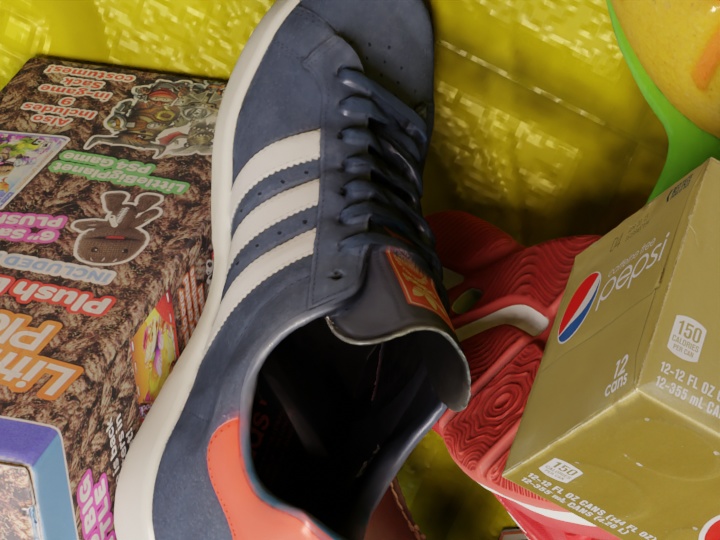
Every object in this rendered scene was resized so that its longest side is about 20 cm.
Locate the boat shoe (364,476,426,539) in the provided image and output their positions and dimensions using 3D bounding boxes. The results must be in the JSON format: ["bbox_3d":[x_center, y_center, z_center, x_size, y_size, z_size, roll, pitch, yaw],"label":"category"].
[{"bbox_3d":[0.012,0.113,0.839,0.075,0.075,0.203,1,119,26],"label":"boat shoe"}]

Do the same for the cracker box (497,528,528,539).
[{"bbox_3d":[0.144,0.148,0.870,0.199,0.058,0.134,-6,119,28],"label":"cracker box"}]

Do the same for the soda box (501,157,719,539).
[{"bbox_3d":[0.139,0.056,0.625,0.200,0.064,0.068,28,151,-13],"label":"soda box"}]

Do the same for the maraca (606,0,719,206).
[{"bbox_3d":[0.117,-0.076,0.664,0.137,0.107,0.201,-5,82,40],"label":"maraca"}]

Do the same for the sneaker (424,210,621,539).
[{"bbox_3d":[0.073,0.050,0.781,0.078,0.200,0.116,-45,114,0],"label":"sneaker"}]

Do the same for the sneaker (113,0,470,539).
[{"bbox_3d":[0.000,0.000,0.746,0.075,0.201,0.084,28,155,-36],"label":"sneaker"}]

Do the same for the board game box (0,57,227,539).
[{"bbox_3d":[-0.091,0.056,0.818,0.097,0.200,0.160,9,125,18],"label":"board game box"}]
